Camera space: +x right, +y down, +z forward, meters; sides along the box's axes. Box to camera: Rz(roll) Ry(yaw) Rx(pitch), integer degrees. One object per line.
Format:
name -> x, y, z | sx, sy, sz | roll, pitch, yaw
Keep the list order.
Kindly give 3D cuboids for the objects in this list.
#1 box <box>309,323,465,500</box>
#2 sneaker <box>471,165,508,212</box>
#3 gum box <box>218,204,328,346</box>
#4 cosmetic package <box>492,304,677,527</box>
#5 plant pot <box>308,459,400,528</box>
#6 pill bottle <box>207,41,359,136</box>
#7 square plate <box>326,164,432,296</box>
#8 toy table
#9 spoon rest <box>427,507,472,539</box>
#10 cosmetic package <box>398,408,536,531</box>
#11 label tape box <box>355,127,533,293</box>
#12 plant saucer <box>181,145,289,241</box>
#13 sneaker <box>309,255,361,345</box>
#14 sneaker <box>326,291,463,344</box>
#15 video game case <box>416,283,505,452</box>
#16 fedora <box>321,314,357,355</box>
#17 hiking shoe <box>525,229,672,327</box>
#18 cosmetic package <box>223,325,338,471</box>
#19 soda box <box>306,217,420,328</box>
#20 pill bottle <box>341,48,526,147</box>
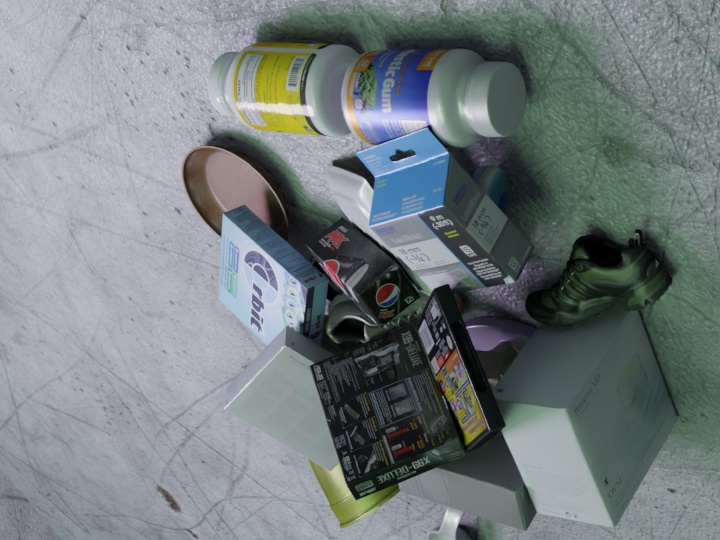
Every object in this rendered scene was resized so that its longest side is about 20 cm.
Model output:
box -> 0.032, 0.184, 1.602 | 0.050, 0.157, 0.201 | 65, -177, -51
sneaker -> 0.111, -0.072, 1.524 | 0.130, 0.080, 0.201 | 27, 142, 18
gum box -> -0.131, 0.028, 1.763 | 0.200, 0.044, 0.171 | 40, 139, 33
cosmetic package -> 0.284, 0.174, 1.511 | 0.123, 0.199, 0.201 | 1, 128, 43
plant pot -> -0.008, 0.274, 1.927 | 0.193, 0.200, 0.200 | 53, 145, 3
pill bottle -> -0.095, -0.231, 1.522 | 0.199, 0.112, 0.113 | 11, 135, 38
square plate -> 0.028, -0.048, 1.592 | 0.200, 0.028, 0.198 | 53, 174, -17
toy table -> 0.190, 0.152, 1.653 | 0.199, 0.117, 0.184 | -2, 126, 44
spoon rest -> 0.158, 0.448, 2.045 | 0.099, 0.061, 0.201 | 26, 141, 22
cosmetic package -> 0.152, 0.261, 1.613 | 0.199, 0.107, 0.091 | 16, 137, 33
label tape box -> 0.085, -0.062, 1.413 | 0.200, 0.063, 0.144 | 44, 150, -22
plant saucer -> -0.179, -0.111, 1.798 | 0.200, 0.037, 0.201 | 26, 143, 22
sneaker -> -0.011, 0.043, 1.794 | 0.200, 0.077, 0.089 | 56, 174, -21
sneaker -> 0.045, 0.073, 1.683 | 0.199, 0.092, 0.076 | -8, 116, 17
video game case -> 0.122, 0.126, 1.495 | 0.200, 0.025, 0.182 | 103, 147, -74
fedora -> -0.050, 0.126, 1.848 | 0.200, 0.176, 0.091 | 33, 116, 36
hiking shoe -> 0.277, 0.003, 1.462 | 0.199, 0.076, 0.101 | -18, 106, 41
cosmetic package -> -0.074, 0.188, 1.740 | 0.200, 0.052, 0.151 | 34, 120, -22
soda box -> 0.000, 0.000, 1.605 | 0.063, 0.071, 0.200 | 56, 173, -29
pill bottle -> 0.085, -0.198, 1.384 | 0.199, 0.112, 0.112 | 6, 132, 39
